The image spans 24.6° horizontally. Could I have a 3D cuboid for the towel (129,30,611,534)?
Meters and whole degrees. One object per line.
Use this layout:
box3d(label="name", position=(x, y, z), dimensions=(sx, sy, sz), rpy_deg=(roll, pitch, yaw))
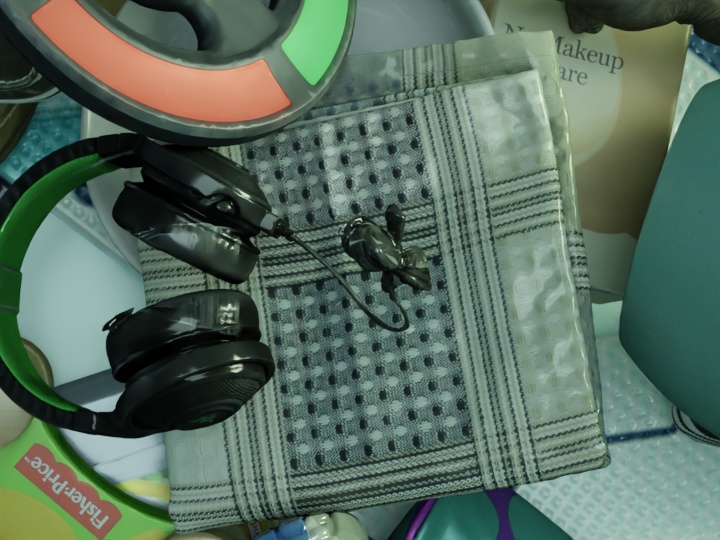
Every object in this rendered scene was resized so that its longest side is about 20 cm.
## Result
box3d(label="towel", position=(0.000, 0.000, 0.702), dimensions=(0.192, 0.035, 0.200), rpy_deg=(-10, 75, 12))

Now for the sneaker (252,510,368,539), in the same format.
box3d(label="sneaker", position=(-0.010, 0.194, 0.712), dimensions=(0.077, 0.200, 0.085), rpy_deg=(-19, 47, -2))

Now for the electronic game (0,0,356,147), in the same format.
box3d(label="electronic game", position=(-0.082, -0.145, 0.674), dimensions=(0.200, 0.042, 0.200), rpy_deg=(19, 60, -35))

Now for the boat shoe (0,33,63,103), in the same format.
box3d(label="boat shoe", position=(-0.213, -0.104, 0.683), dimensions=(0.200, 0.064, 0.071), rpy_deg=(14, 124, 1))

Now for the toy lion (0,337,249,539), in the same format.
box3d(label="toy lion", position=(-0.156, 0.157, 0.740), dimensions=(0.200, 0.069, 0.192), rpy_deg=(42, 89, -4))

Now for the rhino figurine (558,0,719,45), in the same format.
box3d(label="rhino figurine", position=(0.120, -0.137, 0.743), dimensions=(0.200, 0.087, 0.060), rpy_deg=(24, 84, -4))

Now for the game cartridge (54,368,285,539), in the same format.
box3d(label="game cartridge", position=(-0.088, 0.141, 0.794), dimensions=(0.133, 0.040, 0.200), rpy_deg=(-19, 89, -6))

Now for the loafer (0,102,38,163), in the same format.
box3d(label="loafer", position=(-0.206, -0.064, 0.744), dimensions=(0.076, 0.067, 0.200), rpy_deg=(36, 57, -4))

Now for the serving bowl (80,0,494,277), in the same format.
box3d(label="serving bowl", position=(-0.026, -0.067, 0.776), dimensions=(0.200, 0.066, 0.200), rpy_deg=(-3, 77, 14))

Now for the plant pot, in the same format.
box3d(label="plant pot", position=(0.208, -0.002, 0.725), dimensions=(0.161, 0.201, 0.201), rpy_deg=(19, 83, 16))

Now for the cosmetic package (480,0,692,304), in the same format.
box3d(label="cosmetic package", position=(0.101, -0.091, 0.819), dimensions=(0.105, 0.071, 0.200), rpy_deg=(11, 85, -7))

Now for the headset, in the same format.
box3d(label="headset", position=(-0.071, 0.003, 0.655), dimensions=(0.200, 0.094, 0.124), rpy_deg=(-2, 78, 19))

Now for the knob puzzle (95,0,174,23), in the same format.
box3d(label="knob puzzle", position=(-0.193, -0.186, 0.768), dimensions=(0.219, 0.030, 0.220), rpy_deg=(11, 71, -36))

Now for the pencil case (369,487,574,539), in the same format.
box3d(label="pencil case", position=(0.094, 0.180, 0.794), dimensions=(0.200, 0.085, 0.092), rpy_deg=(37, 66, -4))

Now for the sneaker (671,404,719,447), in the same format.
box3d(label="sneaker", position=(0.265, 0.049, 0.836), dimensions=(0.200, 0.075, 0.116), rpy_deg=(14, 82, -7))
